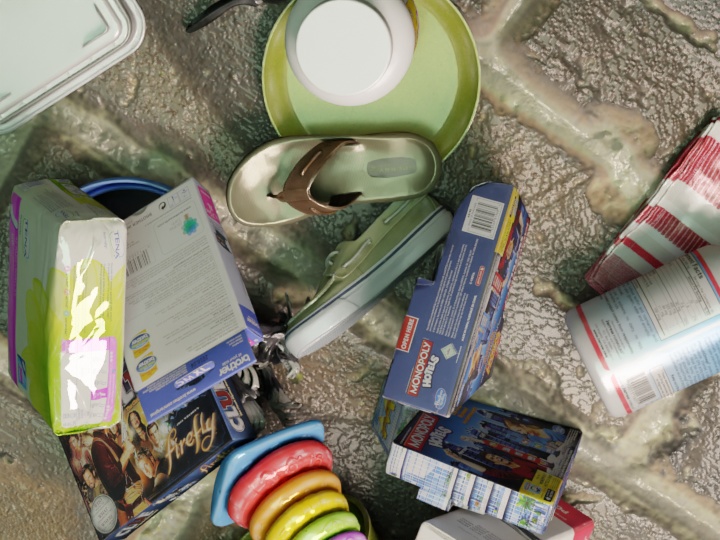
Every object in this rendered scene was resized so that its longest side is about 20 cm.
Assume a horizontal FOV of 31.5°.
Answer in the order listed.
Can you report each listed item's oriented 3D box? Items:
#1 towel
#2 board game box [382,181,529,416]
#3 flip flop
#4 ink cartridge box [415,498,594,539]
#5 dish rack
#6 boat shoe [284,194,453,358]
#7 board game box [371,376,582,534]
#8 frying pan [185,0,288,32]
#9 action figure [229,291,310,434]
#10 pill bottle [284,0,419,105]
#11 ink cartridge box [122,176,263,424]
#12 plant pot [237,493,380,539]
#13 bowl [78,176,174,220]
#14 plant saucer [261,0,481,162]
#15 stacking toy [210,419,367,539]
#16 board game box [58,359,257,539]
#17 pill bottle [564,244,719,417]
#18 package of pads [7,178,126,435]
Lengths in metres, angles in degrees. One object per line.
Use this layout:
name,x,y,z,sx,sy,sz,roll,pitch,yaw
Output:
towel,0.325,-0.027,1.193,0.144,0.023,0.200,34,105,-6
board game box,0.094,0.032,1.149,0.061,0.200,0.201,16,85,13
flip flop,-0.026,-0.082,1.152,0.199,0.058,0.081,-6,105,6
ink cartridge box,0.119,0.296,1.201,0.084,0.200,0.145,29,109,32
dish rack,-0.317,-0.235,1.170,0.200,0.044,0.172,-30,101,10
boat shoe,0.000,0.000,1.185,0.200,0.072,0.062,-41,82,-14
board game box,0.094,0.173,1.198,0.199,0.200,0.062,19,106,14
frying pan,-0.077,-0.249,1.116,0.190,0.115,0.031,-42,117,15
action figure,-0.106,0.115,1.217,0.200,0.119,0.102,-45,68,21
pill bottle,-0.006,-0.192,1.045,0.104,0.200,0.105,1,106,4
ink cartridge box,-0.162,0.028,1.133,0.119,0.042,0.200,-30,58,12
plant pot,-0.028,0.357,1.251,0.200,0.201,0.193,-29,113,11
bowl,-0.220,0.007,1.232,0.200,0.039,0.201,1,105,4
plant saucer,0.010,-0.176,1.169,0.199,0.031,0.201,1,106,4
stacking toy,-0.037,0.239,1.124,0.200,0.110,0.116,50,140,32
board game box,-0.197,0.147,1.191,0.200,0.035,0.136,-40,66,28
pill bottle,0.294,0.045,1.147,0.200,0.109,0.109,-26,102,9
package of pads,-0.265,0.031,1.140,0.068,0.154,0.201,-5,108,-30
